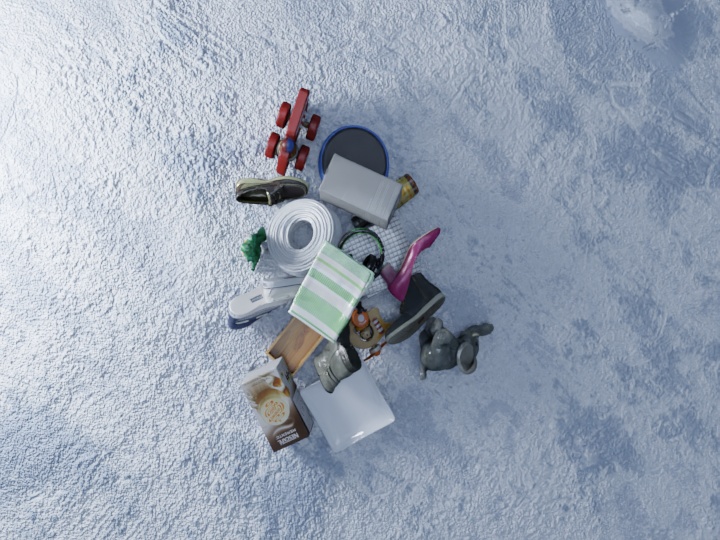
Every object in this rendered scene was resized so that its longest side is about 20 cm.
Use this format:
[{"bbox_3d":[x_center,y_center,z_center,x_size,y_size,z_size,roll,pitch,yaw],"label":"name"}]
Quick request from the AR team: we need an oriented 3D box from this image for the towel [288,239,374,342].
[{"bbox_3d":[-0.073,0.054,1.472,0.150,0.023,0.204,31,99,1],"label":"towel"}]

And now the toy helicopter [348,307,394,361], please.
[{"bbox_3d":[0.057,0.166,1.607,0.193,0.079,0.138,-5,86,-17],"label":"toy helicopter"}]

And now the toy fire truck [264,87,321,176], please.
[{"bbox_3d":[-0.174,-0.347,1.522,0.109,0.168,0.206,20,90,-5],"label":"toy fire truck"}]

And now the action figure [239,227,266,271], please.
[{"bbox_3d":[-0.274,-0.057,1.506,0.053,0.200,0.123,9,90,-4],"label":"action figure"}]

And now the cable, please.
[{"bbox_3d":[-0.146,-0.087,1.539,0.199,0.069,0.202,40,90,25],"label":"cable"}]

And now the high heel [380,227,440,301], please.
[{"bbox_3d":[0.145,-0.017,1.532,0.199,0.067,0.097,-41,87,11],"label":"high heel"}]

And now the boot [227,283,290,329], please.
[{"bbox_3d":[-0.261,0.088,1.583,0.195,0.091,0.074,-18,65,-29],"label":"boot"}]

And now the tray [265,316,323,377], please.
[{"bbox_3d":[-0.155,0.172,1.606,0.098,0.037,0.202,39,89,-5],"label":"tray"}]

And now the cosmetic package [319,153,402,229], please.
[{"bbox_3d":[0.000,-0.199,1.524,0.195,0.090,0.109,26,79,7],"label":"cosmetic package"}]

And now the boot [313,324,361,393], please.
[{"bbox_3d":[-0.081,0.201,1.551,0.130,0.067,0.205,-38,58,29],"label":"boot"}]

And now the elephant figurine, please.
[{"bbox_3d":[0.260,0.213,1.604,0.195,0.143,0.158,20,119,-20],"label":"elephant figurine"}]

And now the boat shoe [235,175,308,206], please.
[{"bbox_3d":[-0.231,-0.198,1.562,0.192,0.074,0.066,-3,49,4],"label":"boat shoe"}]

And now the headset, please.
[{"bbox_3d":[0.000,0.000,1.501,0.119,0.094,0.207,1,109,-7],"label":"headset"}]

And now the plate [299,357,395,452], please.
[{"bbox_3d":[-0.033,0.356,1.603,0.196,0.032,0.204,-29,99,8],"label":"plate"}]

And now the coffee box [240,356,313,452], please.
[{"bbox_3d":[-0.215,0.348,1.565,0.111,0.080,0.205,-24,99,9],"label":"coffee box"}]

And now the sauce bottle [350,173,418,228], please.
[{"bbox_3d":[0.063,-0.176,1.601,0.198,0.066,0.067,-38,94,-1],"label":"sauce bottle"}]

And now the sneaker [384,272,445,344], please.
[{"bbox_3d":[0.122,0.102,1.593,0.198,0.076,0.106,-38,61,-14],"label":"sneaker"}]

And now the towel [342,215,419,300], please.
[{"bbox_3d":[0.039,-0.031,1.594,0.195,0.086,0.170,-25,95,-5],"label":"towel"}]

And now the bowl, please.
[{"bbox_3d":[-0.017,-0.285,1.602,0.193,0.039,0.209,0,92,-5],"label":"bowl"}]

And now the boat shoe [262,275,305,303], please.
[{"bbox_3d":[-0.158,0.050,1.557,0.194,0.070,0.073,-7,101,-28],"label":"boat shoe"}]
